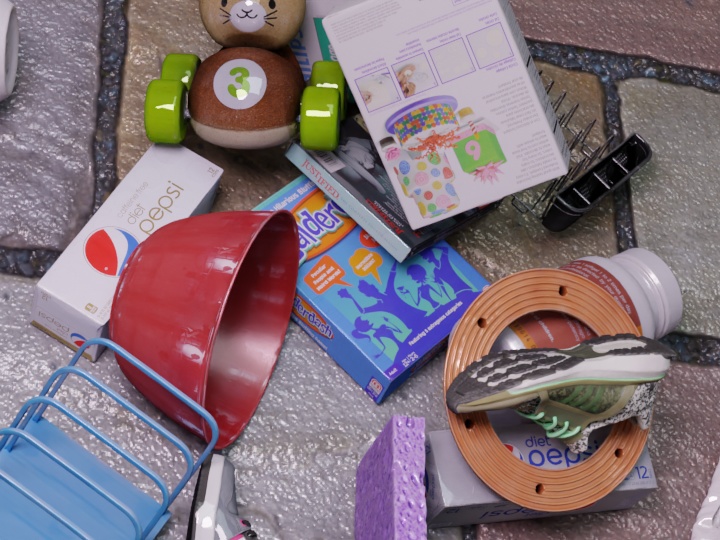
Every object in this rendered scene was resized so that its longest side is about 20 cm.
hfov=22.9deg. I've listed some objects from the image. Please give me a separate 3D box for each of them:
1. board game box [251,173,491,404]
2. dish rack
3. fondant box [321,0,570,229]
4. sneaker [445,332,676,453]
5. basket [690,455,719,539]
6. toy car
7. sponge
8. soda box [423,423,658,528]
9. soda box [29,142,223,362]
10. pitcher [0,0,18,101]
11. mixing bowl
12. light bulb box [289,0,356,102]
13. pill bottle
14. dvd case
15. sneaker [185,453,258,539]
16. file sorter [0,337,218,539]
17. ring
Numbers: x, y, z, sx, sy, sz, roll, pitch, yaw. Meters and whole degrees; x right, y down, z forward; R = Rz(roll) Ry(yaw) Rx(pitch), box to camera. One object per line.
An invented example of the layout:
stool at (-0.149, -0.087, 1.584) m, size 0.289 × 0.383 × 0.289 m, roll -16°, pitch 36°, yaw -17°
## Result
board game box at (0.000, 0.000, 1.580) m, size 0.200 × 0.045 × 0.152 m, roll 43°, pitch 55°, yaw 12°
dish rack at (0.163, -0.132, 1.702) m, size 0.200 × 0.055 × 0.153 m, roll 43°, pitch 44°, yaw 11°
fondant box at (0.074, -0.153, 1.502) m, size 0.058 × 0.144 × 0.200 m, roll -64°, pitch 132°, yaw -69°
sneaker at (0.163, 0.109, 1.426) m, size 0.200 × 0.077 × 0.089 m, roll -7°, pitch 103°, yaw -21°
basket at (0.400, 0.192, 1.501) m, size 0.161 × 0.200 × 0.198 m, roll 31°, pitch 54°, yaw -4°
toy car at (-0.095, -0.216, 1.528) m, size 0.164 × 0.200 × 0.158 m, roll 3°, pitch 23°, yaw 3°
sponge at (0.022, 0.225, 1.399) m, size 0.030 × 0.112 × 0.200 m, roll 10°, pitch 56°, yaw -15°
soda box at (0.145, 0.170, 1.504) m, size 0.200 × 0.063 × 0.068 m, roll -3°, pitch 66°, yaw -20°
soda box at (-0.198, -0.021, 1.516) m, size 0.068 × 0.064 × 0.200 m, roll 31°, pitch 53°, yaw 4°
pitcher at (-0.400, -0.214, 1.552) m, size 0.200 × 0.121 × 0.172 m, roll 4°, pitch 41°, yaw -3°
mixing bowl at (-0.134, 0.034, 1.437) m, size 0.108 × 0.200 × 0.200 m, roll 15°, pitch 53°, yaw 12°
light bulb box at (0.010, -0.291, 1.658) m, size 0.125 × 0.198 × 0.200 m, roll 6°, pitch 49°, yaw 17°
pill bottle at (0.184, 0.055, 1.565) m, size 0.200 × 0.112 × 0.112 m, roll -25°, pitch 69°, yaw -30°
dvd case at (0.036, -0.087, 1.618) m, size 0.146 × 0.022 × 0.200 m, roll 43°, pitch 31°, yaw 11°
sneaker at (-0.074, 0.240, 1.372) m, size 0.120 × 0.084 × 0.200 m, roll 5°, pitch 65°, yaw -10°
file sorter at (-0.212, 0.161, 1.300) m, size 0.139 × 0.123 × 0.200 m, roll 36°, pitch 32°, yaw 0°
ring at (0.154, 0.098, 1.466) m, size 0.200 × 0.019 × 0.201 m, roll 4°, pitch 81°, yaw -24°
